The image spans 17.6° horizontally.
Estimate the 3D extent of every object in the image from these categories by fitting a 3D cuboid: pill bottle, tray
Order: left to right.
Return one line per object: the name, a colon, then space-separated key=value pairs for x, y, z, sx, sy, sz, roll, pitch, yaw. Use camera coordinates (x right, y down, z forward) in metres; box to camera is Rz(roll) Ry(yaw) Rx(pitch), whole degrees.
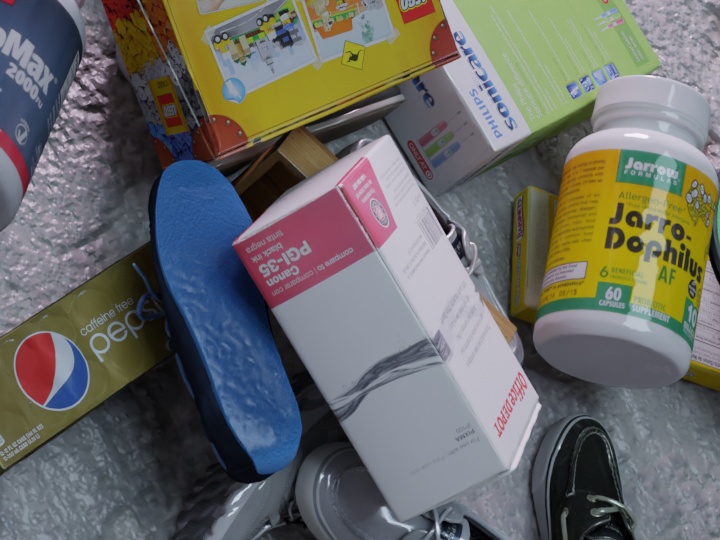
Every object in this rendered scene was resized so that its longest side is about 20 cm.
pill bottle: x=-0.237 y=-0.130 z=1.438 sx=0.119 sy=0.119 sz=0.201 roll=30 pitch=53 yaw=-18
tray: x=0.000 y=0.000 z=1.545 sx=0.200 sy=0.099 sz=0.037 roll=43 pitch=49 yaw=-9
pill bottle: x=0.191 y=-0.029 z=1.635 sx=0.112 sy=0.113 sz=0.201 roll=22 pitch=68 yaw=-23

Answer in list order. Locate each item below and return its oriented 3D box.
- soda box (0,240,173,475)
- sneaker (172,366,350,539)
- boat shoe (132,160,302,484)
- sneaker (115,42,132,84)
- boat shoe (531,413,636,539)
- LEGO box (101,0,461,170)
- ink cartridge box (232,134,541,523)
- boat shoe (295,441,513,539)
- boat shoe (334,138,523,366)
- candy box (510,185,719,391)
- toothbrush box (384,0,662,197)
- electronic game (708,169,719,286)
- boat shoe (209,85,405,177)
soda box: x=-0.178 y=0.055 z=1.419 sx=0.200 sy=0.064 sz=0.068 roll=-36 pitch=90 yaw=-41
sneaker: x=-0.040 y=0.132 z=1.468 sx=0.082 sy=0.075 sz=0.200 roll=51 pitch=53 yaw=-11
boat shoe: x=-0.096 y=0.034 z=1.404 sx=0.084 sy=0.069 sz=0.201 roll=-1 pitch=67 yaw=-26
sneaker: x=-0.069 y=-0.188 z=1.588 sx=0.200 sy=0.099 sz=0.071 roll=-36 pitch=98 yaw=-39
boat shoe: x=0.161 y=0.186 z=1.584 sx=0.070 sy=0.064 sz=0.201 roll=18 pitch=58 yaw=-26
LEGO box: x=-0.053 y=-0.170 z=1.487 sx=0.199 sy=0.077 sz=0.150 roll=-24 pitch=100 yaw=-30
ink cartridge box: x=0.020 y=0.034 z=1.424 sx=0.201 sy=0.082 sz=0.147 roll=60 pitch=18 yaw=-7
boat shoe: x=0.042 y=0.169 z=1.473 sx=0.200 sy=0.068 sz=0.072 roll=42 pitch=64 yaw=-36
boat shoe: x=0.047 y=-0.004 z=1.601 sx=0.200 sy=0.065 sz=0.074 roll=45 pitch=50 yaw=-6
candy box: x=0.199 y=0.015 z=1.720 sx=0.199 sy=0.026 sz=0.103 roll=20 pitch=59 yaw=-25
toothbrush box: x=0.102 y=-0.163 z=1.707 sx=0.200 sy=0.086 sz=0.146 roll=-29 pitch=85 yaw=-41
electronic game: x=0.345 y=-0.024 z=1.669 sx=0.198 sy=0.042 sz=0.201 roll=2 pitch=66 yaw=-4
boat shoe: x=-0.053 y=-0.110 z=1.587 sx=0.199 sy=0.067 sz=0.057 roll=-22 pitch=85 yaw=-36
